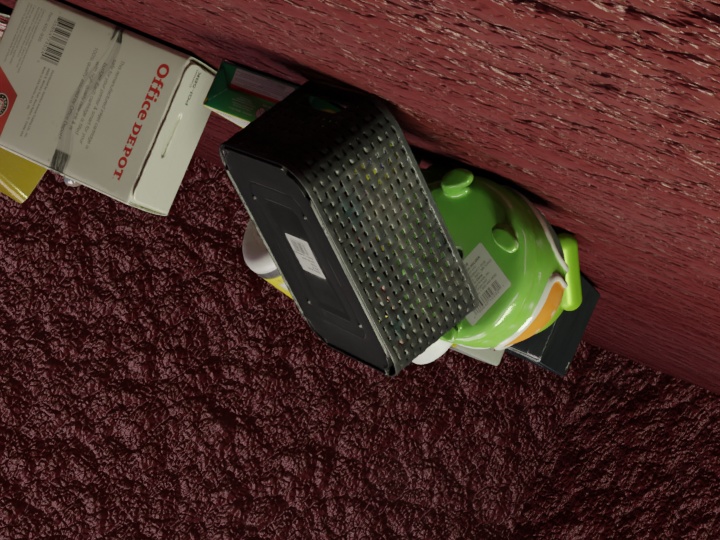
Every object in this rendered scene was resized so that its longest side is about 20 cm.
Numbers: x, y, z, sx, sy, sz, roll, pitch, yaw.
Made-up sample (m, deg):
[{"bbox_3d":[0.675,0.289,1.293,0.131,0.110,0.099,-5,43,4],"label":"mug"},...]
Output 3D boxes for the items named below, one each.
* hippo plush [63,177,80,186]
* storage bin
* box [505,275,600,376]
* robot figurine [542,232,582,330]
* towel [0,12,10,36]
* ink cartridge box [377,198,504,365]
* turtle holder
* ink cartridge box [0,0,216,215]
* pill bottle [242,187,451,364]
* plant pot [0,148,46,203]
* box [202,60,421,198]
[{"bbox_3d":[-0.504,-0.262,3.439,0.160,0.159,0.201,-3,117,46],"label":"hippo plush"},{"bbox_3d":[-0.009,-0.033,1.376,0.135,0.094,0.201,23,146,55],"label":"storage bin"},{"bbox_3d":[0.174,0.032,2.199,0.195,0.125,0.200,25,179,17],"label":"box"},{"bbox_3d":[0.132,0.000,1.733,0.174,0.117,0.199,8,170,36],"label":"robot figurine"},{"bbox_3d":[-0.421,-0.293,2.115,0.145,0.030,0.200,24,-179,15],"label":"towel"},{"bbox_3d":[0.087,-0.002,1.870,0.199,0.147,0.082,24,177,-43],"label":"ink cartridge box"},{"bbox_3d":[0.095,-0.009,1.521,0.185,0.142,0.131,20,-177,40],"label":"turtle holder"},{"bbox_3d":[-0.247,-0.155,1.658,0.199,0.148,0.083,24,180,22],"label":"ink cartridge box"},{"bbox_3d":[0.000,0.000,1.588,0.199,0.113,0.112,36,174,-27],"label":"pill bottle"},{"bbox_3d":[-0.479,-0.233,2.321,0.176,0.201,0.200,38,172,-28],"label":"plant pot"},{"bbox_3d":[-0.032,-0.117,1.562,0.117,0.049,0.200,23,176,37],"label":"box"}]
